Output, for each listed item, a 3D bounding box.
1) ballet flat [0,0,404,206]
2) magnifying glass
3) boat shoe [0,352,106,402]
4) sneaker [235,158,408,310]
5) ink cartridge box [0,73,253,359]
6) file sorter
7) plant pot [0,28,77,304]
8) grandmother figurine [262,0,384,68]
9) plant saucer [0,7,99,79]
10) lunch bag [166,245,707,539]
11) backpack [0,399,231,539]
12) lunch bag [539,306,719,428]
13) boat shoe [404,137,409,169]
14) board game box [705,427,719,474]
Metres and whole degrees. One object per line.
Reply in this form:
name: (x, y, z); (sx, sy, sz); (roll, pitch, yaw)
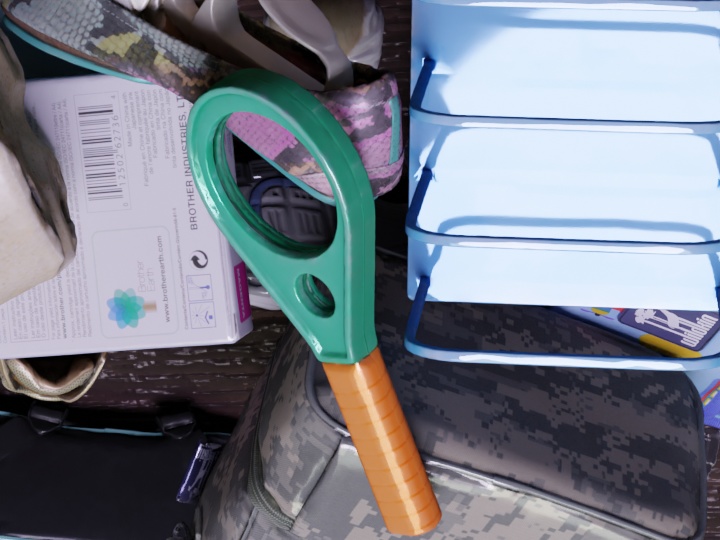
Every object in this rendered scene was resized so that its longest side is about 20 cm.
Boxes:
ballet flat: (-0.059, -0.096, 1.138); (0.200, 0.069, 0.071); (30, 123, 28)
magnifying glass: (-0.012, 0.015, 1.108); (0.079, 0.022, 0.201); (2, 123, 44)
boat shoe: (-0.153, 0.023, 1.351); (0.075, 0.074, 0.200); (4, 163, -17)
sneaker: (0.000, 0.000, 1.327); (0.199, 0.075, 0.087); (4, 151, -13)
ink cartridge box: (-0.151, -0.022, 1.245); (0.199, 0.120, 0.042); (-5, -174, 11)
file sorter: (0.084, -0.069, 1.124); (0.138, 0.123, 0.201); (2, 106, 5)
plant pot: (-0.221, -0.031, 1.155); (0.183, 0.201, 0.201); (-21, 138, 3)
grandmother figurine: (-0.037, -0.147, 1.167); (0.121, 0.061, 0.200); (11, 145, 29)
plant saucer: (-0.154, -0.096, 1.265); (0.199, 0.036, 0.200); (4, 143, 3)
lunch bag: (0.031, 0.104, 1.255); (0.199, 0.140, 0.168); (19, 125, -11)
backpack: (-0.139, 0.179, 1.527); (0.175, 0.154, 0.200); (2, 149, -4)
lunch bag: (0.170, 0.002, 1.281); (0.199, 0.094, 0.151); (9, 147, -15)
boat shoe: (0.108, -0.069, 1.246); (0.199, 0.061, 0.074); (-15, 137, 24)
board game box: (0.061, 0.075, 1.423); (0.199, 0.028, 0.135); (15, 165, -13)
